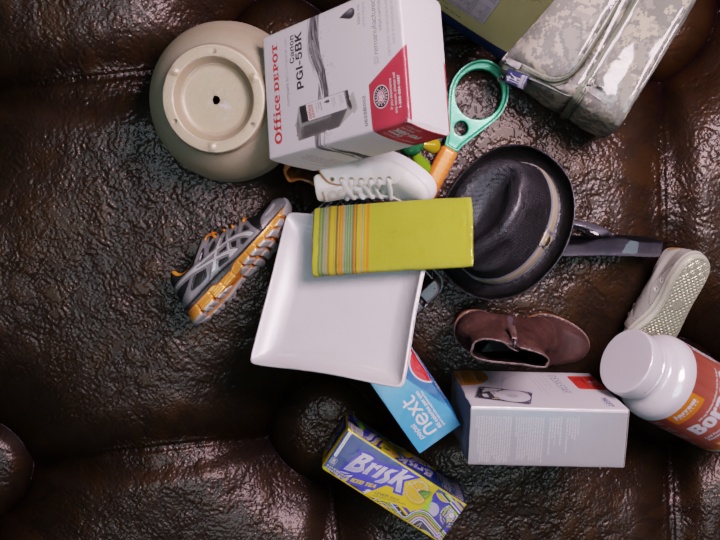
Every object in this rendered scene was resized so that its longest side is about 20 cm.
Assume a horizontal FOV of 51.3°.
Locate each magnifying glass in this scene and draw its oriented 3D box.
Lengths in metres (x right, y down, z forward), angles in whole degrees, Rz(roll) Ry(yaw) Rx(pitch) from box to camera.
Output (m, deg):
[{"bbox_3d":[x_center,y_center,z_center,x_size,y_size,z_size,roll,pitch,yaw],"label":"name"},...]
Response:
[{"bbox_3d":[0.127,-0.179,0.982,0.079,0.022,0.202,27,99,-6],"label":"magnifying glass"}]

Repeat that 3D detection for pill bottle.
[{"bbox_3d":[0.412,0.153,0.978,0.198,0.112,0.113,26,99,-23],"label":"pill bottle"}]

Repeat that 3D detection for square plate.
[{"bbox_3d":[-0.020,0.032,0.907,0.197,0.028,0.201,6,72,20],"label":"square plate"}]

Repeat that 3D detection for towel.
[{"bbox_3d":[0.036,-0.039,0.894,0.196,0.018,0.088,-3,74,16],"label":"towel"}]

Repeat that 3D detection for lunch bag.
[{"bbox_3d":[0.282,-0.283,0.915,0.166,0.139,0.202,32,98,8],"label":"lunch bag"}]

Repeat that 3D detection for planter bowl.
[{"bbox_3d":[-0.168,-0.206,0.911,0.196,0.135,0.204,0,100,-2],"label":"planter bowl"}]

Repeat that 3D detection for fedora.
[{"bbox_3d":[0.163,-0.067,0.926,0.198,0.091,0.204,-7,77,30],"label":"fedora"}]

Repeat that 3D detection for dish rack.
[{"bbox_3d":[0.000,0.000,0.995,0.153,0.055,0.200,-41,97,4],"label":"dish rack"}]

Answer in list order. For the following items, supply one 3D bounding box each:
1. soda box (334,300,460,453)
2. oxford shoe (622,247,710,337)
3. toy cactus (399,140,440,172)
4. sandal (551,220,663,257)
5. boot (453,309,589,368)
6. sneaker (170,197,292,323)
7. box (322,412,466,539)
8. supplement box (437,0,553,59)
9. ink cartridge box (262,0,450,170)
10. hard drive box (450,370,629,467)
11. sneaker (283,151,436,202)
[{"bbox_3d":[0.045,0.128,0.963,0.067,0.064,0.201,-33,105,3],"label":"soda box"},{"bbox_3d":[0.398,0.055,1.017,0.074,0.058,0.202,13,115,-22],"label":"oxford shoe"},{"bbox_3d":[0.040,-0.195,0.912,0.102,0.165,0.202,-34,105,-16],"label":"toy cactus"},{"bbox_3d":[0.300,-0.046,0.988,0.196,0.076,0.044,1,102,-13],"label":"sandal"},{"bbox_3d":[0.218,0.101,0.960,0.196,0.166,0.074,12,100,-4],"label":"boot"},{"bbox_3d":[-0.169,-0.025,0.976,0.077,0.078,0.200,44,89,11],"label":"sneaker"},{"bbox_3d":[0.045,0.286,1.040,0.198,0.064,0.071,34,97,-6],"label":"box"},{"bbox_3d":[0.180,-0.388,0.825,0.133,0.200,0.202,29,74,-7],"label":"supplement box"},{"bbox_3d":[-0.010,-0.203,0.821,0.198,0.082,0.150,-8,84,38],"label":"ink cartridge box"},{"bbox_3d":[0.225,0.191,0.982,0.196,0.156,0.078,2,99,-3],"label":"hard drive box"},{"bbox_3d":[-0.005,-0.107,0.926,0.197,0.073,0.085,20,61,22],"label":"sneaker"}]
